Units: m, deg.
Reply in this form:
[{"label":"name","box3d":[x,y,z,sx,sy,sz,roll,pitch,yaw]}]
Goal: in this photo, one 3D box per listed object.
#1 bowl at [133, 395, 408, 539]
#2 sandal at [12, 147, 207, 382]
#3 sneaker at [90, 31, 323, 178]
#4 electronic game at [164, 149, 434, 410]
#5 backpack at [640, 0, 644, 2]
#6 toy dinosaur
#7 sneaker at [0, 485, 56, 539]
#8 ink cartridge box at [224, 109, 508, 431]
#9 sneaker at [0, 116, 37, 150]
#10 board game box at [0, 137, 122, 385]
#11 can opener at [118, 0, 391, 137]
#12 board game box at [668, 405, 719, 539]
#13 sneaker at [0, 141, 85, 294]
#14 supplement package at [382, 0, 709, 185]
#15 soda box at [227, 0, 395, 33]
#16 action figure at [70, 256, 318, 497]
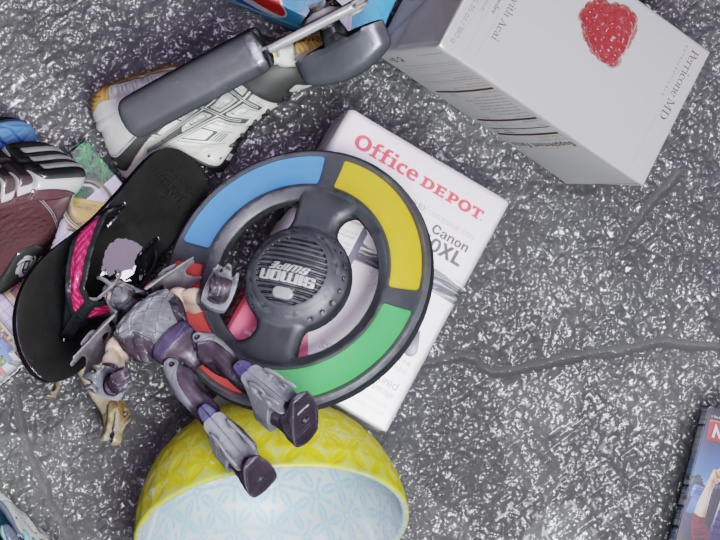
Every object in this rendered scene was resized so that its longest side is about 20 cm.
[{"label":"bowl","box3d":[-0.070,0.146,1.418,0.199,0.201,0.108,-3,56,-9]},{"label":"sandal","box3d":[-0.179,-0.008,1.392,0.075,0.045,0.200,43,71,-21]},{"label":"sneaker","box3d":[-0.100,-0.122,1.465,0.199,0.076,0.088,-15,101,7]},{"label":"electronic game","box3d":[-0.045,0.006,1.375,0.199,0.042,0.201,-6,66,13]},{"label":"backpack","box3d":[0.196,-0.330,1.496,0.182,0.135,0.201,33,80,-7]},{"label":"toy dinosaur","box3d":[-0.201,0.026,1.438,0.101,0.058,0.201,8,86,-25]},{"label":"sneaker","box3d":[-0.253,0.217,1.414,0.200,0.086,0.078,42,82,-4]},{"label":"ink cartridge box","box3d":[0.000,0.000,1.468,0.144,0.084,0.201,30,82,-6]},{"label":"sneaker","box3d":[-0.331,-0.072,1.421,0.199,0.071,0.083,-24,46,-22]},{"label":"board game box","box3d":[-0.251,0.003,1.460,0.200,0.023,0.105,-42,92,-9]},{"label":"can opener","box3d":[-0.075,-0.139,1.395,0.199,0.053,0.067,-27,99,9]},{"label":"board game box","box3d":[0.345,0.181,1.526,0.199,0.062,0.201,17,83,-8]},{"label":"sneaker","box3d":[-0.289,-0.025,1.372,0.199,0.076,0.116,-5,124,-42]},{"label":"supplement package","box3d":[0.137,-0.164,1.459,0.199,0.120,0.122,31,81,-22]},{"label":"soda box","box3d":[-0.070,-0.234,1.481,0.199,0.064,0.068,23,83,-7]},{"label":"action figure","box3d":[-0.115,0.059,1.317,0.130,0.069,0.200,-46,62,-9]}]
